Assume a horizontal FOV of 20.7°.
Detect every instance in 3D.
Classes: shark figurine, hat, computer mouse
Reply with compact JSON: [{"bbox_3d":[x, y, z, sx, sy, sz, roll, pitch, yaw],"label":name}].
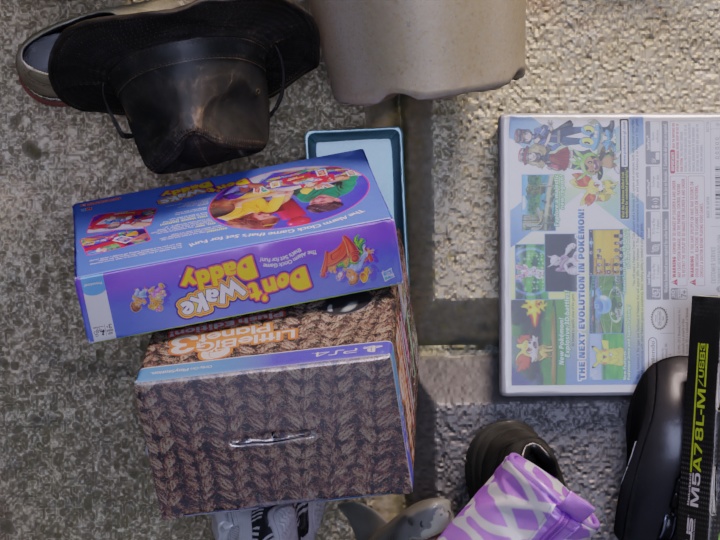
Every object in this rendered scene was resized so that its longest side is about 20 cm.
[{"bbox_3d":[-0.013,0.210,1.377,0.214,0.128,0.090,-37,65,15],"label":"shark figurine"},{"bbox_3d":[-0.111,-0.107,1.294,0.200,0.201,0.081,-7,75,-2],"label":"hat"},{"bbox_3d":[0.244,0.167,1.380,0.140,0.046,0.201,14,96,-3],"label":"computer mouse"}]

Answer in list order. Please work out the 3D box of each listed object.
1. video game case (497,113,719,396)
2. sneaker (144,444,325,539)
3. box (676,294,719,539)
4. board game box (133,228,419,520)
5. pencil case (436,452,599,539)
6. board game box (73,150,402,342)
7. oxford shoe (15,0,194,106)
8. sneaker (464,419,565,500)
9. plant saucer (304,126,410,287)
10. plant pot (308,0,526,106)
[{"bbox_3d":[0.189,-0.011,1.401,0.182,0.022,0.201,0,90,-3],"label":"video game case"},{"bbox_3d":[-0.089,0.162,1.321,0.115,0.200,0.075,-1,133,15],"label":"sneaker"},{"bbox_3d":[0.317,0.117,1.364,0.200,0.047,0.194,3,88,-23],"label":"box"},{"bbox_3d":[-0.048,0.062,1.277,0.159,0.200,0.097,-7,113,5],"label":"board game box"},{"bbox_3d":[0.073,0.215,1.278,0.084,0.086,0.200,33,94,-7],"label":"pencil case"},{"bbox_3d":[-0.083,-0.018,1.276,0.199,0.135,0.045,-11,113,-4],"label":"board game box"},{"bbox_3d":[-0.140,-0.155,1.360,0.200,0.075,0.071,-16,88,-3],"label":"oxford shoe"},{"bbox_3d":[0.119,0.205,1.361,0.076,0.091,0.201,-14,92,-11],"label":"sneaker"},{"bbox_3d":[0.000,0.000,1.395,0.070,0.019,0.201,-3,89,-2],"label":"plant saucer"},{"bbox_3d":[0.037,-0.211,1.324,0.200,0.200,0.184,-9,101,-2],"label":"plant pot"}]
